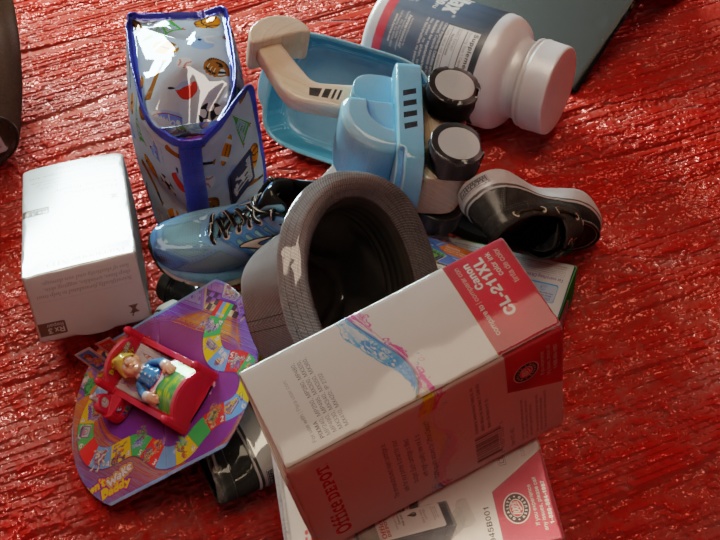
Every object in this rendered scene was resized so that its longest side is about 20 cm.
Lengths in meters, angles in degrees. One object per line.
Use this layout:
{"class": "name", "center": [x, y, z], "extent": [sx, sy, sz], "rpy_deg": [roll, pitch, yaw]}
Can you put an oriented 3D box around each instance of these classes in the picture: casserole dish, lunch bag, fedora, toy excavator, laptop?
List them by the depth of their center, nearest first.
{"class": "fedora", "center": [-0.025, 0.017, 1.005], "extent": [0.090, 0.178, 0.200], "rpy_deg": [-14, 14, 33]}
{"class": "toy excavator", "center": [-0.002, -0.138, 1.109], "extent": [0.198, 0.100, 0.196], "rpy_deg": [5, 54, -9]}
{"class": "lunch bag", "center": [-0.154, -0.122, 1.192], "extent": [0.123, 0.171, 0.201], "rpy_deg": [-7, 45, -5]}
{"class": "casserole dish", "center": [-0.010, -0.166, 1.270], "extent": [0.199, 0.122, 0.039], "rpy_deg": [20, 15, 22]}
{"class": "laptop", "center": [0.231, -0.296, 1.434], "extent": [0.187, 0.116, 0.201], "rpy_deg": [32, 85, 29]}

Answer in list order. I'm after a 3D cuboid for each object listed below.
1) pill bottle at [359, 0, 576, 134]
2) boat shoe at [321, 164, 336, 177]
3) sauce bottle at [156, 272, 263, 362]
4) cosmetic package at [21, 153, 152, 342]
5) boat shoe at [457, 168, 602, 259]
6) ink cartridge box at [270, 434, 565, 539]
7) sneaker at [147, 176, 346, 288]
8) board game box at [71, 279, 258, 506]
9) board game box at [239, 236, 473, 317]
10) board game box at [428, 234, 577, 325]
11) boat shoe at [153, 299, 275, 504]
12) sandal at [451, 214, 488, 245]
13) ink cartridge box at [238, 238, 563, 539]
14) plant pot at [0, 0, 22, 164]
{"class": "pill bottle", "center": [0.111, -0.211, 1.289], "extent": [0.199, 0.120, 0.120], "rpy_deg": [22, 52, 21]}
{"class": "boat shoe", "center": [-0.026, -0.043, 1.182], "extent": [0.068, 0.072, 0.200], "rpy_deg": [38, 57, 16]}
{"class": "sauce bottle", "center": [-0.097, 0.055, 1.095], "extent": [0.199, 0.066, 0.066], "rpy_deg": [31, 56, 27]}
{"class": "cosmetic package", "center": [-0.249, -0.026, 1.144], "extent": [0.101, 0.075, 0.200], "rpy_deg": [-13, 31, -8]}
{"class": "boat shoe", "center": [0.156, -0.037, 1.111], "extent": [0.199, 0.069, 0.057], "rpy_deg": [11, 43, -49]}
{"class": "ink cartridge box", "center": [0.040, 0.169, 0.942], "extent": [0.198, 0.085, 0.147], "rpy_deg": [-14, 57, 3]}
{"class": "sneaker", "center": [-0.084, -0.047, 1.074], "extent": [0.198, 0.090, 0.079], "rpy_deg": [-11, 56, -1]}
{"class": "board game box", "center": [-0.171, 0.090, 1.016], "extent": [0.199, 0.039, 0.159], "rpy_deg": [-29, 49, 22]}
{"class": "board game box", "center": [0.000, 0.000, 1.101], "extent": [0.199, 0.020, 0.103], "rpy_deg": [20, 62, 18]}
{"class": "board game box", "center": [0.089, 0.061, 1.093], "extent": [0.152, 0.041, 0.201], "rpy_deg": [14, 50, 16]}
{"class": "boat shoe", "center": [-0.137, 0.104, 1.049], "extent": [0.063, 0.071, 0.200], "rpy_deg": [-23, 52, -19]}
{"class": "sandal", "center": [0.079, -0.069, 1.165], "extent": [0.199, 0.045, 0.075], "rpy_deg": [15, 29, -18]}
{"class": "ink cartridge box", "center": [0.032, 0.087, 0.857], "extent": [0.199, 0.146, 0.083], "rpy_deg": [-26, 58, -8]}
{"class": "plant pot", "center": [-0.421, -0.202, 1.295], "extent": [0.186, 0.187, 0.201], "rpy_deg": [-20, 64, -15]}
